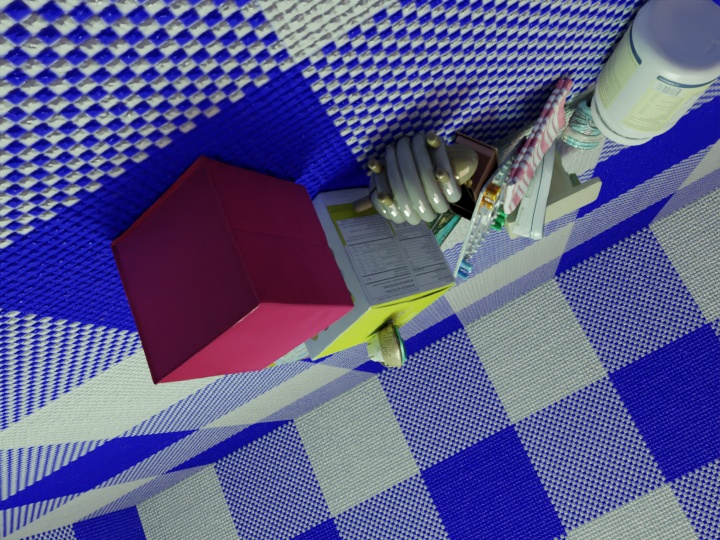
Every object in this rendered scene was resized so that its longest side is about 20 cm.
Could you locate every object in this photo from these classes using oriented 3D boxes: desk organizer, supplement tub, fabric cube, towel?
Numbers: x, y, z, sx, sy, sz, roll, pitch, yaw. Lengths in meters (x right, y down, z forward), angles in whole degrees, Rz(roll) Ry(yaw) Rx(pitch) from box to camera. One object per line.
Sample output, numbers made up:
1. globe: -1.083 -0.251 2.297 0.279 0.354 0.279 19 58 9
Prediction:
1. desk organizer: 0.187 -0.149 1.050 0.078 0.070 0.200 -62 163 -4
2. supplement tub: 0.445 -0.296 0.935 0.142 0.148 0.201 -23 164 -10
3. fabric cube: -0.162 0.006 0.795 0.194 0.204 0.198 -33 161 26
4. towel: 0.293 -0.199 1.026 0.203 0.029 0.146 -61 163 -4

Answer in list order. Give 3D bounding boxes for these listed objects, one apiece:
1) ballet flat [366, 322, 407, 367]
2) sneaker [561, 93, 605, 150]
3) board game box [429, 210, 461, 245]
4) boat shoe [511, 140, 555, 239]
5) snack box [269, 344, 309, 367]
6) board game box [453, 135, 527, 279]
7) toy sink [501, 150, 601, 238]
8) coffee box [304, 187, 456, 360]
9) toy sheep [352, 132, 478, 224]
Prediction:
1. ballet flat: 0.044 0.136 1.047 0.063 0.072 0.200 -13 163 3
2. sneaker: 0.444 -0.284 1.102 0.198 0.077 0.088 -30 144 -32
3. board game box: 0.126 -0.043 1.271 0.202 0.028 0.134 -56 160 20
4. boat shoe: 0.324 -0.162 1.163 0.065 0.206 0.073 9 -170 17
5. snack box: -0.149 0.171 1.550 0.168 0.069 0.197 -38 159 35
6. board game box: 0.238 -0.109 1.097 0.200 0.025 0.203 -48 157 -40
7. toy sink: 0.375 -0.170 1.271 0.196 0.115 0.130 -25 165 11
8. coffee box: 0.000 0.000 1.030 0.197 0.202 0.200 -12 159 -40
9. toy sheep: 0.076 -0.130 0.894 0.195 0.142 0.137 -15 167 17
